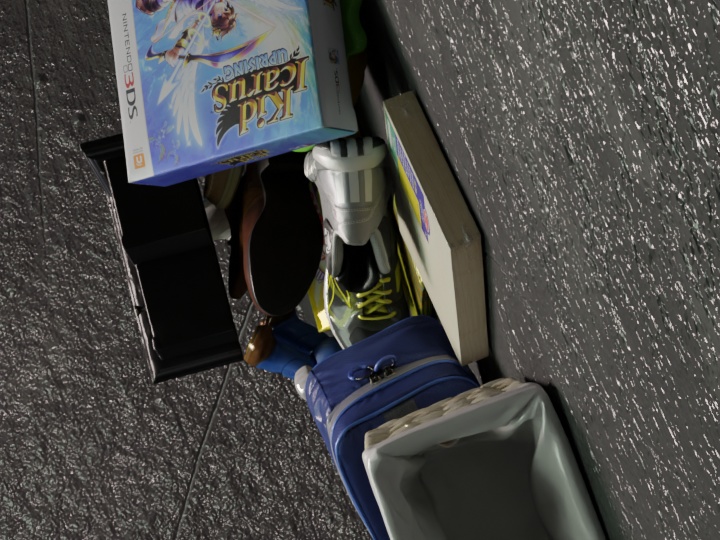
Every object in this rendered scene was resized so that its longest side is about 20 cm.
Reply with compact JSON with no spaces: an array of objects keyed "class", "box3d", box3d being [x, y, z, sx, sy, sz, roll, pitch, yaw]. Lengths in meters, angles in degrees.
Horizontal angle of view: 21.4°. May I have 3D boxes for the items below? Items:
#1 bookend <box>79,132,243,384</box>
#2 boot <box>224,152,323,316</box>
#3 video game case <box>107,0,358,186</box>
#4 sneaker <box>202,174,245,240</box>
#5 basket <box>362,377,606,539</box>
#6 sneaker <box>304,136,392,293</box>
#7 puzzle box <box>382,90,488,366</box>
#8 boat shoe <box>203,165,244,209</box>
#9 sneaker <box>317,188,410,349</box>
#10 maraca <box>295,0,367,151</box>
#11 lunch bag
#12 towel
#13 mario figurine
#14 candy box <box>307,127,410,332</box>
[{"class":"bookend","box3d":[-0.177,-0.012,1.733,0.199,0.092,0.201,100,155,-82]},{"class":"boot","box3d":[-0.098,-0.019,1.724,0.200,0.068,0.189,131,137,-60]},{"class":"video game case","box3d":[-0.103,-0.172,1.444,0.045,0.199,0.182,1,-101,-53]},{"class":"sneaker","box3d":[-0.092,-0.059,1.888,0.081,0.199,0.076,67,166,0]},{"class":"basket","box3d":[0.092,0.182,1.321,0.123,0.135,0.201,-120,10,-82]},{"class":"sneaker","box3d":[-0.007,-0.040,1.500,0.200,0.075,0.116,20,-114,-86]},{"class":"puzzle box","box3d":[0.058,-0.027,1.417,0.200,0.025,0.133,80,169,-63]},{"class":"boat shoe","box3d":[-0.131,-0.157,1.727,0.073,0.063,0.202,177,99,-79]},{"class":"sneaker","box3d":[0.000,0.000,1.649,0.085,0.074,0.201,-117,14,-80]},{"class":"maraca","box3d":[-0.044,-0.177,1.488,0.137,0.107,0.200,62,148,20]},{"class":"lunch bag","box3d":[0.048,0.143,1.531,0.200,0.135,0.132,64,177,-31]},{"class":"towel","box3d":[0.048,-0.004,1.675,0.200,0.018,0.086,86,168,-75]},{"class":"mario figurine","box3d":[-0.001,0.083,1.798,0.199,0.124,0.106,25,169,0]},{"class":"candy box","box3d":[-0.024,-0.050,1.749,0.102,0.026,0.201,-18,88,43]}]
